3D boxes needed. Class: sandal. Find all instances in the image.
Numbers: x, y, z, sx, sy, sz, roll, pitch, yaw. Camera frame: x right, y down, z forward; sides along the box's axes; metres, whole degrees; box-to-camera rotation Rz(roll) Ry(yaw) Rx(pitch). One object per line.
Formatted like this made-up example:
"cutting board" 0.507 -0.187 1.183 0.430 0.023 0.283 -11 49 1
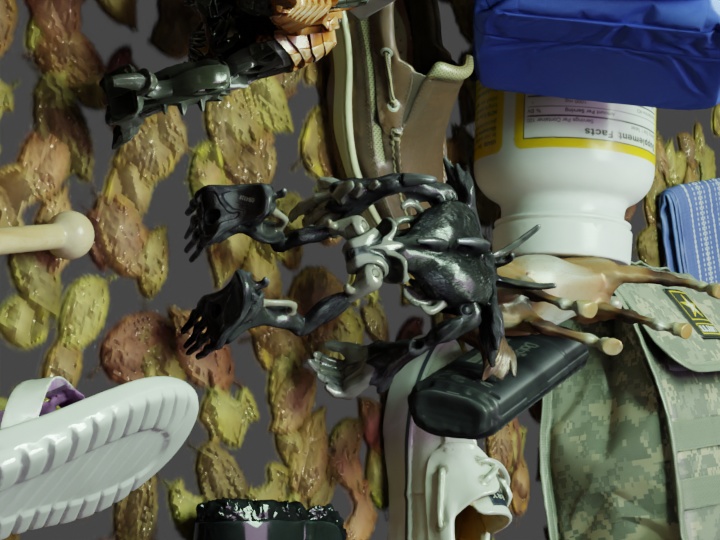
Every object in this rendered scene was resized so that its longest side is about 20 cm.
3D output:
"sandal" -0.143 0.074 0.829 0.050 0.082 0.203 47 30 19

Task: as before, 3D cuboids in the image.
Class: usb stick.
"usb stick" 0.081 0.060 1.106 0.200 0.055 0.033 -22 122 -68

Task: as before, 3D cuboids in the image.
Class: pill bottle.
"pill bottle" 0.127 -0.102 1.210 0.112 0.112 0.200 15 75 -56

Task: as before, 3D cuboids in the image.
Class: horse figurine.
"horse figurine" 0.112 0.019 1.112 0.200 0.132 0.050 -9 106 -46

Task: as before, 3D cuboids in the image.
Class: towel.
"towel" 0.282 0.000 1.532 0.200 0.024 0.145 -12 95 -58

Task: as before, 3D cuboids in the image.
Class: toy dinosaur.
"toy dinosaur" -0.056 -0.125 0.899 0.200 0.136 0.102 119 -40 -73

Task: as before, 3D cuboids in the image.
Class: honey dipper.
"honey dipper" -0.176 -0.008 0.807 0.200 0.038 0.038 -6 92 -61

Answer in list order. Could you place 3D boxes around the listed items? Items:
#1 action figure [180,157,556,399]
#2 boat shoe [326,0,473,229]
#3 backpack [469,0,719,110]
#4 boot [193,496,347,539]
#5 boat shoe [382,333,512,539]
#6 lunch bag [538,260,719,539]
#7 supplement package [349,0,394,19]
"action figure" 0.000 0.000 1.010 0.200 0.102 0.119 3 72 -36
"boat shoe" 0.025 -0.103 1.086 0.075 0.075 0.202 -38 119 -52
"backpack" 0.152 -0.212 1.087 0.168 0.162 0.200 97 2 -67
"boot" -0.064 0.188 0.925 0.198 0.073 0.163 18 75 -63
"boat shoe" 0.055 0.132 1.114 0.071 0.070 0.200 33 57 -52
"lunch bag" 0.197 0.089 1.303 0.164 0.118 0.200 3 79 -57
"supplement package" 0.010 -0.276 0.968 0.191 0.147 0.200 39 53 -25
